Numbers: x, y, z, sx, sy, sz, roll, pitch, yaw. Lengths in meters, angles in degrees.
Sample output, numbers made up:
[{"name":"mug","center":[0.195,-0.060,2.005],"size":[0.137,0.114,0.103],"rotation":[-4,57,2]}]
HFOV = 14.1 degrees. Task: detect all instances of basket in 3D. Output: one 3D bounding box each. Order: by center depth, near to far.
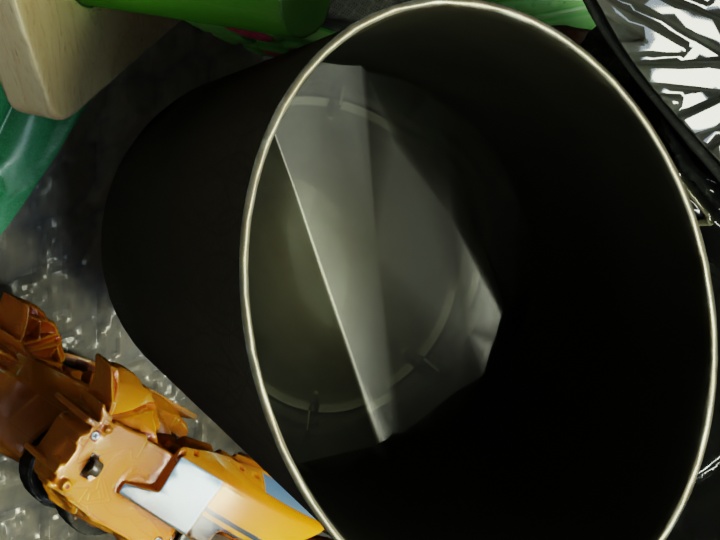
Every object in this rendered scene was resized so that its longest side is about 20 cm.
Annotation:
[{"name":"basket","center":[0.000,0.000,0.885],"size":[0.136,0.200,0.180],"rotation":[-23,105,-16]}]

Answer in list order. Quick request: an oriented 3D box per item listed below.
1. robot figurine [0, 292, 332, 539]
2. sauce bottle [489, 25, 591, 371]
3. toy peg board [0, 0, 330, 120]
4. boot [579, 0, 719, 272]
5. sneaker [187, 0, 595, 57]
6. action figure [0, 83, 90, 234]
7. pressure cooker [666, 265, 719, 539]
[{"name":"robot figurine","center":[-0.046,0.083,1.009],"size":[0.200,0.145,0.058],"rotation":[32,88,-37]},{"name":"sauce bottle","center":[0.069,0.021,0.958],"size":[0.066,0.066,0.200],"rotation":[17,64,-42]},{"name":"toy peg board","center":[-0.032,-0.173,0.846],"size":[0.199,0.098,0.200],"rotation":[-45,134,-38]},{"name":"boot","center":[0.101,-0.070,0.862],"size":[0.079,0.158,0.211],"rotation":[-33,111,-5]},{"name":"sneaker","center":[0.018,-0.116,0.997],"size":[0.200,0.077,0.084],"rotation":[-14,106,-36]},{"name":"action figure","center":[-0.119,-0.075,0.915],"size":[0.118,0.055,0.200],"rotation":[19,98,-44]},{"name":"pressure cooker","center":[0.110,0.065,1.077],"size":[0.179,0.176,0.200],"rotation":[-52,158,-7]}]
